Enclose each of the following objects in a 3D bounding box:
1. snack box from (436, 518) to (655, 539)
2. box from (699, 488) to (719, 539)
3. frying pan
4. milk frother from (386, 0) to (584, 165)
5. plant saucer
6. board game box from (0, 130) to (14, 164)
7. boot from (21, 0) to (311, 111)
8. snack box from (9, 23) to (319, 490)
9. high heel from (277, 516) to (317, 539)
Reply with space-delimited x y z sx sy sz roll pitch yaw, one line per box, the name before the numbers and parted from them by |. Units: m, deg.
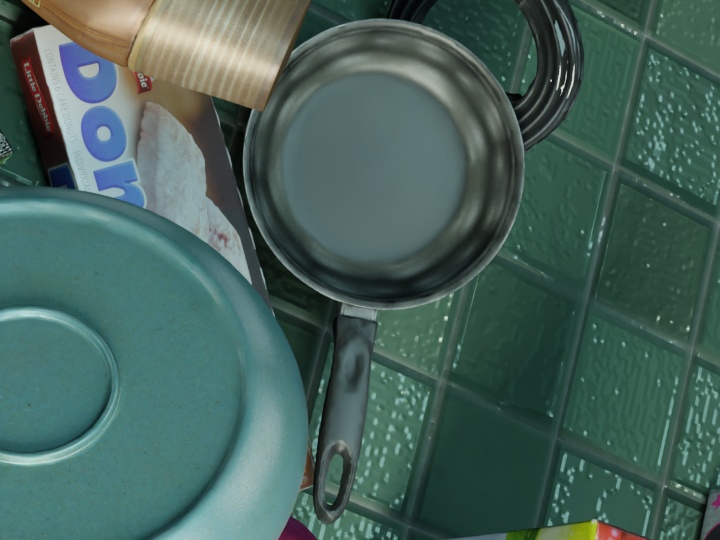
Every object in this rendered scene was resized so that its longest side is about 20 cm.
snack box | 0.048 0.203 1.003 0.067 0.168 0.201 21 72 -26
box | 0.252 0.172 1.167 0.199 0.132 0.115 29 64 -27
frying pan | 0.016 -0.005 1.063 0.114 0.031 0.191 -12 90 -12
milk frother | 0.101 -0.157 1.134 0.187 0.181 0.201 -2 126 -33
plant saucer | -0.116 0.045 0.930 0.199 0.027 0.201 4 53 -5
board game box | -0.202 -0.056 0.901 0.105 0.023 0.200 55 29 0
boot | -0.078 -0.156 1.036 0.154 0.074 0.200 24 38 -2
snack box | -0.075 -0.002 1.038 0.072 0.024 0.201 -17 93 -35
high heel | -0.041 0.186 0.979 0.067 0.096 0.202 3 91 -33
